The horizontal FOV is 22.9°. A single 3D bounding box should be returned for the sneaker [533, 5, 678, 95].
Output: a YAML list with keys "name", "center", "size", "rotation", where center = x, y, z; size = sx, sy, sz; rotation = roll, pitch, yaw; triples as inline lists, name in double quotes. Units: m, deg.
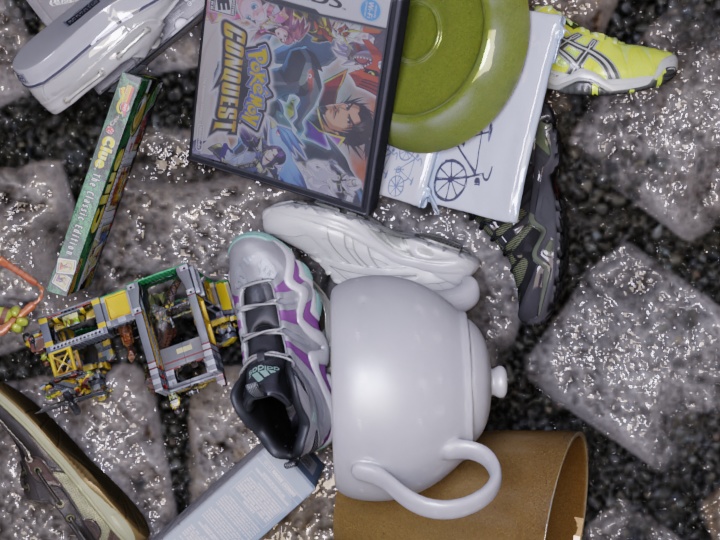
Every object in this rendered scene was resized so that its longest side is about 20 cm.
- name: "sneaker"
  center: [0.179, -0.193, 1.552]
  size: [0.198, 0.075, 0.077]
  rotation: [3, 97, 3]

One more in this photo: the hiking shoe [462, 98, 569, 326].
- name: "hiking shoe"
  center: [0.131, -0.050, 1.576]
  size: [0.100, 0.076, 0.202]
  rotation: [-3, 85, 13]

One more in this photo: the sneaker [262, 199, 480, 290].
- name: "sneaker"
  center: [0.000, 0.000, 1.583]
  size: [0.199, 0.078, 0.100]
  rotation: [19, 99, 4]

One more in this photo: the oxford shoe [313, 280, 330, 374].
- name: "oxford shoe"
  center: [-0.017, 0.083, 1.599]
  size: [0.075, 0.058, 0.200]
  rotation: [-41, 92, 5]

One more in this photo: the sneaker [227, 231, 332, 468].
- name: "sneaker"
  center: [-0.076, 0.070, 1.507]
  size: [0.077, 0.140, 0.201]
  rotation: [-21, 95, 19]

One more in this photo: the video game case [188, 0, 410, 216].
- name: "video game case"
  center: [-0.057, -0.165, 1.536]
  size: [0.179, 0.025, 0.201]
  rotation: [18, 117, 17]

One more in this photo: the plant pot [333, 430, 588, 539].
- name: "plant pot"
  center: [0.083, 0.218, 1.553]
  size: [0.198, 0.186, 0.188]
  rotation: [8, 95, 16]

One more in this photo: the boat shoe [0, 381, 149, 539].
- name: "boat shoe"
  center: [-0.279, 0.188, 1.620]
  size: [0.065, 0.073, 0.200]
  rotation: [-43, 90, 1]

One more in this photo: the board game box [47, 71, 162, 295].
- name: "board game box"
  center: [-0.226, -0.078, 1.578]
  size: [0.023, 0.105, 0.201]
  rotation: [21, 97, 4]

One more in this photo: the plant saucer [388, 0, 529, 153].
- name: "plant saucer"
  center: [0.053, -0.203, 1.532]
  size: [0.199, 0.031, 0.202]
  rotation: [-4, 83, 37]

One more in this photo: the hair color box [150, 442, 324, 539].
- name: "hair color box"
  center: [-0.127, 0.230, 1.598]
  size: [0.200, 0.099, 0.061]
  rotation: [-41, 91, 7]

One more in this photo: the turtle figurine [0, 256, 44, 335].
- name: "turtle figurine"
  center: [-0.396, 0.041, 1.622]
  size: [0.198, 0.064, 0.163]
  rotation: [16, 103, -6]

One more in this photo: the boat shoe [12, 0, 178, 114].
- name: "boat shoe"
  center: [-0.204, -0.211, 1.538]
  size: [0.200, 0.072, 0.066]
  rotation: [-40, 125, -8]

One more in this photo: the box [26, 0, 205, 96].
- name: "box"
  center: [-0.202, -0.278, 1.588]
  size: [0.200, 0.048, 0.159]
  rotation: [-38, 90, 6]

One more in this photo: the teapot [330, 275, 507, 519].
- name: "teapot"
  center: [0.048, 0.098, 1.459]
  size: [0.145, 0.197, 0.202]
  rotation: [-1, 85, 1]

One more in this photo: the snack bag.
- name: "snack bag"
  center: [0.075, -0.144, 1.543]
  size: [0.199, 0.021, 0.190]
  rotation: [18, 97, 36]

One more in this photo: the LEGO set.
- name: "LEGO set"
  center: [-0.187, 0.082, 1.564]
  size: [0.198, 0.154, 0.117]
  rotation: [-17, 76, -2]
